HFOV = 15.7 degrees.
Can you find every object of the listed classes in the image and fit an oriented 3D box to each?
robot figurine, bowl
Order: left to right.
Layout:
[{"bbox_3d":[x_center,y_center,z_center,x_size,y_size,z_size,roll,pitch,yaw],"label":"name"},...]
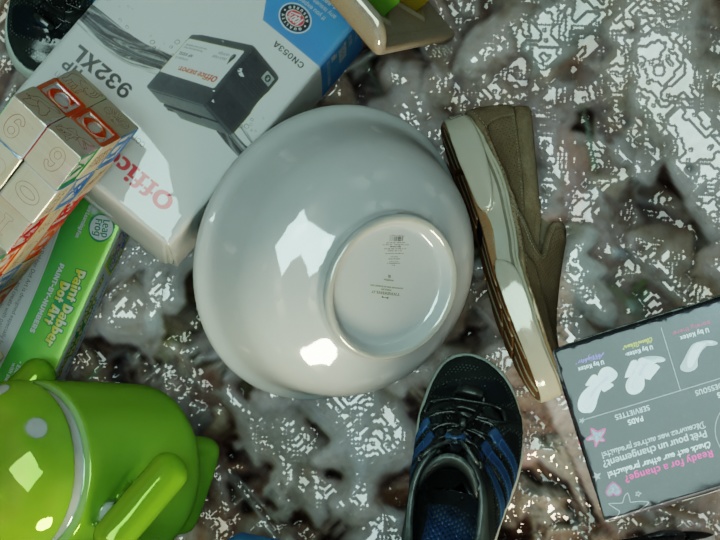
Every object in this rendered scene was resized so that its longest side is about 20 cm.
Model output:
[{"bbox_3d":[-0.187,0.130,1.701,0.175,0.200,0.116,34,109,41],"label":"robot figurine"},{"bbox_3d":[0.000,0.000,1.680,0.200,0.090,0.202,-10,110,-28],"label":"bowl"}]

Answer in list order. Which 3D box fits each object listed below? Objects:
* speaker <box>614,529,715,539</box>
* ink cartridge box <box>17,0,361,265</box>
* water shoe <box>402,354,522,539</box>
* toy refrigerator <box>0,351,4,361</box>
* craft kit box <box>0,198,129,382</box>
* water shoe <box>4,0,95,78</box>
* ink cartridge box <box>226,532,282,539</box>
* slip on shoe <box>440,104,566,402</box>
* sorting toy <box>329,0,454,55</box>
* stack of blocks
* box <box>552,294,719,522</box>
[{"bbox_3d":[0.204,0.272,1.709,0.081,0.081,0.201,-5,89,7],"label":"speaker"},{"bbox_3d":[-0.116,-0.128,1.725,0.145,0.084,0.200,39,81,5],"label":"ink cartridge box"},{"bbox_3d":[0.068,0.130,1.683,0.071,0.079,0.201,6,56,3],"label":"water shoe"},{"bbox_3d":[-0.326,0.119,1.748,0.070,0.076,0.200,41,114,-1],"label":"toy refrigerator"},{"bbox_3d":[-0.280,0.004,1.794,0.197,0.049,0.201,26,93,10],"label":"craft kit box"},{"bbox_3d":[-0.188,-0.223,1.765,0.071,0.079,0.200,30,93,7],"label":"water shoe"},{"bbox_3d":[-0.004,0.266,1.733,0.199,0.084,0.146,10,90,8],"label":"ink cartridge box"},{"bbox_3d":[0.110,-0.014,1.729,0.060,0.076,0.201,-16,77,-6],"label":"slip on shoe"},{"bbox_3d":[-0.017,-0.219,1.680,0.036,0.200,0.185,-42,85,14],"label":"sorting toy"},{"bbox_3d":[-0.237,-0.026,1.633,0.059,0.115,0.200,43,115,3],"label":"stack of blocks"},{"bbox_3d":[0.201,0.084,1.649,0.132,0.200,0.115,-18,86,7],"label":"box"}]
